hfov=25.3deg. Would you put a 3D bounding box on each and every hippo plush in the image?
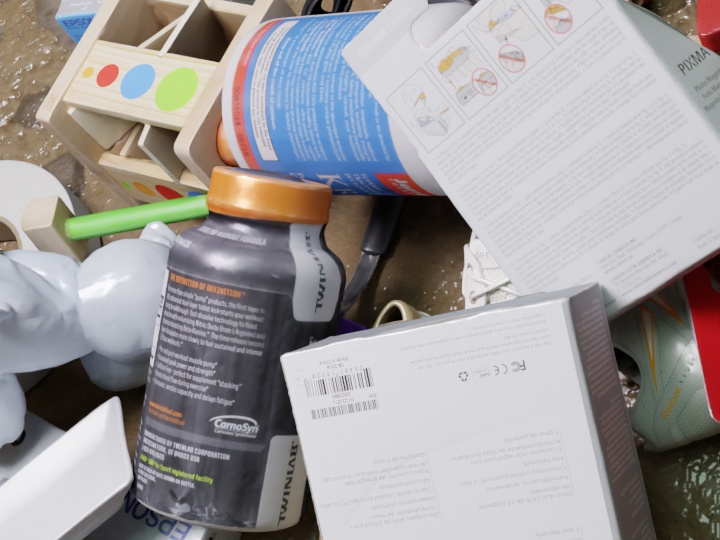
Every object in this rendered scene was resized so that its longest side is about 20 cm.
[{"bbox_3d":[-0.192,0.009,1.018,0.161,0.200,0.160,-12,64,-21],"label":"hippo plush"}]

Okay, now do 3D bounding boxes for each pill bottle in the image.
[{"bbox_3d":[0.025,-0.099,0.944,0.200,0.112,0.112,2,62,39],"label":"pill bottle"},{"bbox_3d":[-0.067,0.042,0.932,0.106,0.106,0.200,15,98,35],"label":"pill bottle"}]

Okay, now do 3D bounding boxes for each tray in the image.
[{"bbox_3d":[-0.213,0.166,0.968,0.200,0.022,0.107,-39,25,5],"label":"tray"}]

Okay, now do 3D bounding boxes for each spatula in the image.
[{"bbox_3d":[0.000,0.000,1.023,0.056,0.021,0.200,13,66,21],"label":"spatula"}]

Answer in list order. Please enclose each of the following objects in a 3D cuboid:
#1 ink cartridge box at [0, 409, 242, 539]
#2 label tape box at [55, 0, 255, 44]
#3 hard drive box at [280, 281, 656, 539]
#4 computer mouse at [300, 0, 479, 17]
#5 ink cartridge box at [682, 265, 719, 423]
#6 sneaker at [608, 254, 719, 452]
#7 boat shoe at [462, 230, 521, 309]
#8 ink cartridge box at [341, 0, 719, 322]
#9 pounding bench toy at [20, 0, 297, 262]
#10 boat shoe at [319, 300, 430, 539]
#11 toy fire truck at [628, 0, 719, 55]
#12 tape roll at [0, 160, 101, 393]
[{"bbox_3d":[-0.200,0.205,0.996,0.199,0.041,0.200,20,72,36],"label":"ink cartridge box"},{"bbox_3d":[-0.135,-0.262,1.235,0.143,0.066,0.200,0,63,29],"label":"label tape box"},{"bbox_3d":[0.062,0.120,0.814,0.156,0.077,0.200,-12,91,21],"label":"hard drive box"},{"bbox_3d":[0.050,-0.136,1.010,0.140,0.200,0.046,-45,11,49],"label":"computer mouse"},{"bbox_3d":[0.255,-0.027,0.816,0.175,0.084,0.200,-3,57,-3],"label":"ink cartridge box"},{"bbox_3d":[0.159,0.010,0.899,0.092,0.076,0.200,-28,49,18],"label":"sneaker"},{"bbox_3d":[0.088,0.001,0.943,0.071,0.069,0.200,-6,59,27],"label":"boat shoe"},{"bbox_3d":[0.104,-0.078,0.814,0.200,0.057,0.163,56,137,3],"label":"ink cartridge box"},{"bbox_3d":[-0.118,-0.077,1.071,0.156,0.124,0.200,16,70,35],"label":"pounding bench toy"},{"bbox_3d":[0.006,0.112,0.915,0.072,0.076,0.200,-4,61,25],"label":"boat shoe"},{"bbox_3d":[0.159,-0.172,1.024,0.200,0.049,0.141,-15,55,21],"label":"toy fire truck"},{"bbox_3d":[-0.281,0.014,1.163,0.202,0.037,0.203,-14,56,22],"label":"tape roll"}]
